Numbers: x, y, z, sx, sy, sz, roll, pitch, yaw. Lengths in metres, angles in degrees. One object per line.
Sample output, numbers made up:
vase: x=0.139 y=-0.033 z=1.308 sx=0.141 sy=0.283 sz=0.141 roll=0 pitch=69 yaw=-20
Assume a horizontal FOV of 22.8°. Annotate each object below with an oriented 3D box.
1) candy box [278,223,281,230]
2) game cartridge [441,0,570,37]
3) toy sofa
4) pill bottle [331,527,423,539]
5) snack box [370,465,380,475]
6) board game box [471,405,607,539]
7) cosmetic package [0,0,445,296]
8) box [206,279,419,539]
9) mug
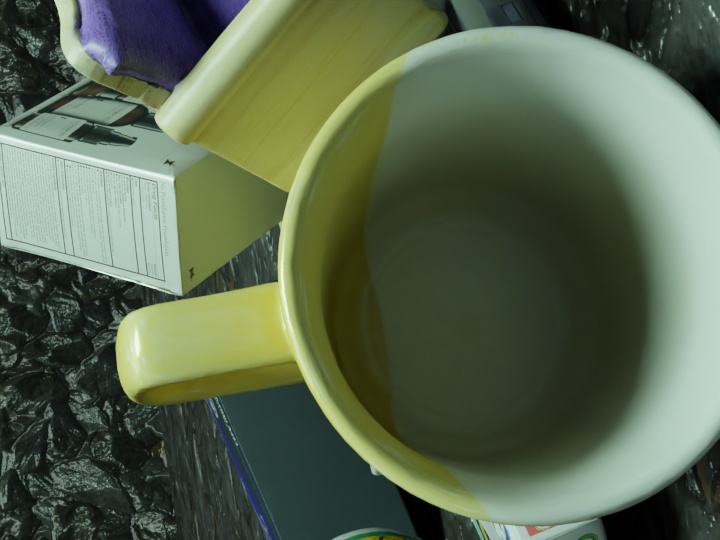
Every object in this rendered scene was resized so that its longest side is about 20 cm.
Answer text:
candy box: x=-0.039 y=-0.090 z=1.074 sx=0.103 sy=0.026 sz=0.201 roll=77 pitch=-175 yaw=-48
game cartridge: x=0.051 y=-0.080 z=0.765 sx=0.200 sy=0.038 sz=0.130 roll=-111 pitch=22 yaw=-48
toy sofa: x=-0.060 y=-0.129 z=0.616 sx=0.083 sy=0.097 sz=0.200 roll=-46 pitch=44 yaw=17
pill bottle: x=0.028 y=0.202 z=0.866 sx=0.200 sy=0.112 sz=0.114 roll=-153 pitch=56 yaw=-76
snack box: x=0.000 y=0.000 z=0.929 sx=0.072 sy=0.024 sz=0.201 roll=99 pitch=162 yaw=-62
board game box: x=0.062 y=0.088 z=0.741 sx=0.200 sy=0.034 sz=0.127 roll=-115 pitch=5 yaw=-54
cosmetic package: x=-0.047 y=-0.062 z=0.691 sx=0.200 sy=0.082 sz=0.051 roll=-41 pitch=-40 yaw=-50
box: x=-0.030 y=0.118 z=1.051 sx=0.201 sy=0.079 sz=0.141 roll=68 pitch=169 yaw=-11
mug: x=0.027 y=0.003 z=0.603 sx=0.153 sy=0.186 sz=0.150 roll=123 pitch=168 yaw=-81
